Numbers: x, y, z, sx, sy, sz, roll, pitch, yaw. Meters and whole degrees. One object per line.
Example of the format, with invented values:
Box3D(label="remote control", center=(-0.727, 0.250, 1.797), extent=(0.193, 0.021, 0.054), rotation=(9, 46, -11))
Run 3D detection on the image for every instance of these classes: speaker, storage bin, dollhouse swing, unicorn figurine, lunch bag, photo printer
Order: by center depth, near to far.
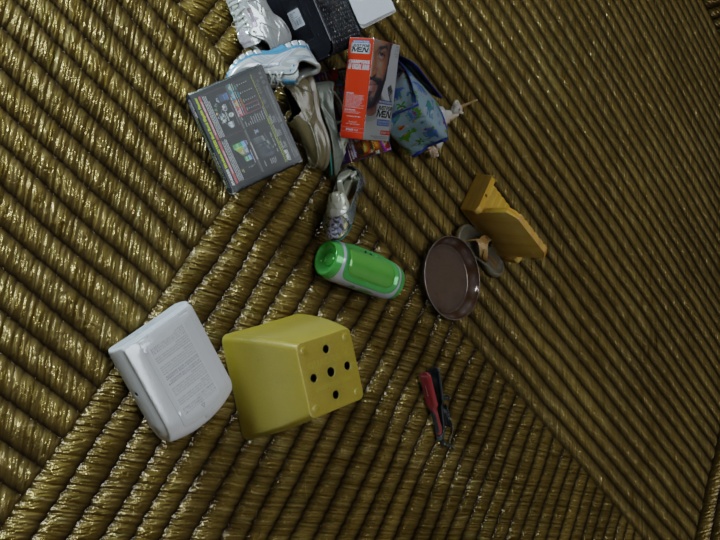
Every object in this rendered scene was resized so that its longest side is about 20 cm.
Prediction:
Box3D(label="photo printer", center=(-0.317, 0.178, 1.409), extent=(0.166, 0.069, 0.201), rotation=(-39, 111, -40))
Box3D(label="storage bin", center=(-0.105, -0.530, 1.675), extent=(0.094, 0.135, 0.201), rotation=(-35, 108, -41))
Box3D(label="speaker", center=(0.000, 0.000, 1.729), extent=(0.199, 0.088, 0.089), rotation=(20, 70, -40))
Box3D(label="lunch bag", center=(0.105, -0.388, 1.848), extent=(0.170, 0.127, 0.201), rotation=(36, 35, -52))
Box3D(label="unicorn figurine", center=(0.187, -0.363, 1.981), extent=(0.137, 0.074, 0.201), rotation=(33, 76, -48))
Box3D(label="dollhouse swing", center=(0.384, -0.138, 2.049), extent=(0.200, 0.175, 0.182), rotation=(46, 54, -26))

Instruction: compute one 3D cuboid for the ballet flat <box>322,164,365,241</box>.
Box3D(label="ballet flat", center=(-0.041, -0.149, 1.705), extent=(0.072, 0.072, 0.201), rotation=(47, 40, -28))

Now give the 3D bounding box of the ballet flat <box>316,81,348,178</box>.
Box3D(label="ballet flat", center=(-0.054, -0.297, 1.718), extent=(0.063, 0.067, 0.201), rotation=(-14, 101, -9))

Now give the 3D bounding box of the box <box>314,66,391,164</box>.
Box3D(label="box", center=(-0.015, -0.344, 1.799), extent=(0.136, 0.039, 0.201), rotation=(-24, 100, -44))

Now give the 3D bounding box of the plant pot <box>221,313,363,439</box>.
Box3D(label="plant pot", center=(-0.111, 0.193, 1.530), extent=(0.199, 0.176, 0.202), rotation=(-14, 94, -43))

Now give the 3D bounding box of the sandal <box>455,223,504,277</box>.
Box3D(label="sandal", center=(0.308, -0.052, 2.050), extent=(0.200, 0.054, 0.081), rotation=(39, 59, -33))

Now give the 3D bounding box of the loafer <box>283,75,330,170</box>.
Box3D(label="loafer", center=(-0.114, -0.300, 1.679), extent=(0.067, 0.076, 0.201), rotation=(-17, 100, -22))

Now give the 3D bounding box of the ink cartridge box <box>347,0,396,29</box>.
Box3D(label="ink cartridge box", center=(0.000, -0.595, 1.742), extent=(0.083, 0.200, 0.146), rotation=(-25, 106, 1))

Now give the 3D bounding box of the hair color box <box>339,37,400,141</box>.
Box3D(label="hair color box", center=(0.020, -0.371, 1.695), extent=(0.111, 0.064, 0.202), rotation=(-11, 109, -57))

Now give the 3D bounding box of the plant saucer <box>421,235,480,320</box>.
Box3D(label="plant saucer", center=(0.210, 0.019, 1.958), extent=(0.199, 0.034, 0.202), rotation=(7, 79, -43))

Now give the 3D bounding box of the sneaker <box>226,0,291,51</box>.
Box3D(label="sneaker", center=(-0.216, -0.498, 1.607), extent=(0.200, 0.075, 0.100), rotation=(48, 54, -28))

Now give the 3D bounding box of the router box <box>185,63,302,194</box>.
Box3D(label="router box", center=(-0.217, -0.263, 1.537), extent=(0.149, 0.062, 0.201), rotation=(-26, 103, -15))

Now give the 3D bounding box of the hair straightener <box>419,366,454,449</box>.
Box3D(label="hair straightener", center=(0.192, 0.315, 1.891), extent=(0.077, 0.041, 0.201), rotation=(-24, 100, -43))

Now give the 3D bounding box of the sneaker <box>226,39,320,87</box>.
Box3D(label="sneaker", center=(-0.165, -0.386, 1.596), extent=(0.199, 0.087, 0.075), rotation=(-27, 146, -23))
